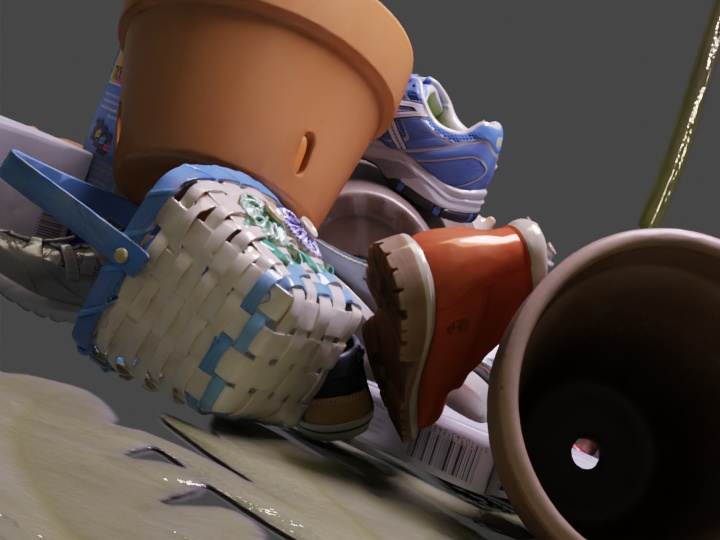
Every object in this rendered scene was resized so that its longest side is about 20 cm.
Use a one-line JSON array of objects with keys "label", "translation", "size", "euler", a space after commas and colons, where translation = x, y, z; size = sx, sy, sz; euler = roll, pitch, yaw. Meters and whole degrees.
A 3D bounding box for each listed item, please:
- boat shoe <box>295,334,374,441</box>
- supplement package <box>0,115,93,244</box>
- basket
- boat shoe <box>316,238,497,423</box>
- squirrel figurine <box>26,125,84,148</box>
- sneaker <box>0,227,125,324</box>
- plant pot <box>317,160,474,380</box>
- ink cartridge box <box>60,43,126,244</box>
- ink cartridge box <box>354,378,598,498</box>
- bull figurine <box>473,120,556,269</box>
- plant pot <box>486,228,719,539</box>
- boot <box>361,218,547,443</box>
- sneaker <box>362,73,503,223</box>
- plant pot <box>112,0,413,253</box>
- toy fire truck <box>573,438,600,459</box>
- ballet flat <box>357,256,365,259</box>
[{"label": "boat shoe", "translation": [-0.042, 0.041, 1.176], "size": [0.074, 0.063, 0.200], "euler": [-11, 26, -16]}, {"label": "supplement package", "translation": [-0.313, -0.072, 1.306], "size": [0.199, 0.115, 0.109], "euler": [22, 3, 38]}, {"label": "basket", "translation": [-0.107, 0.001, 1.061], "size": [0.199, 0.140, 0.176], "euler": [31, 4, 20]}, {"label": "boat shoe", "translation": [0.031, 0.028, 1.208], "size": [0.199, 0.062, 0.073], "euler": [34, -21, 31]}, {"label": "squirrel figurine", "translation": [-0.189, -0.071, 1.427], "size": [0.141, 0.201, 0.187], "euler": [31, -6, 39]}, {"label": "sneaker", "translation": [-0.186, -0.003, 1.224], "size": [0.198, 0.083, 0.075], "euler": [21, 1, -20]}, {"label": "plant pot", "translation": [0.000, 0.000, 1.349], "size": [0.198, 0.202, 0.174], "euler": [21, -1, 0]}, {"label": "ink cartridge box", "translation": [-0.144, -0.051, 1.324], "size": [0.136, 0.202, 0.076], "euler": [20, 2, -35]}, {"label": "ink cartridge box", "translation": [0.062, 0.117, 1.245], "size": [0.198, 0.041, 0.199], "euler": [20, 1, 36]}, {"label": "bull figurine", "translation": [0.072, -0.049, 1.467], "size": [0.201, 0.121, 0.065], "euler": [60, 13, -8]}, {"label": "plant pot", "translation": [0.154, 0.093, 1.037], "size": [0.198, 0.202, 0.175], "euler": [21, -16, -6]}, {"label": "boot", "translation": [0.058, 0.037, 1.068], "size": [0.106, 0.076, 0.201], "euler": [-17, -26, -14]}, {"label": "sneaker", "translation": [0.020, -0.117, 1.311], "size": [0.199, 0.077, 0.076], "euler": [34, 18, 15]}, {"label": "plant pot", "translation": [-0.076, -0.102, 1.166], "size": [0.198, 0.141, 0.200], "euler": [14, -22, 6]}, {"label": "toy fire truck", "translation": [0.250, 0.163, 1.419], "size": [0.168, 0.112, 0.200], "euler": [41, -6, -23]}, {"label": "ballet flat", "translation": [0.042, 0.062, 1.492], "size": [0.072, 0.072, 0.201], "euler": [23, -31, 58]}]
